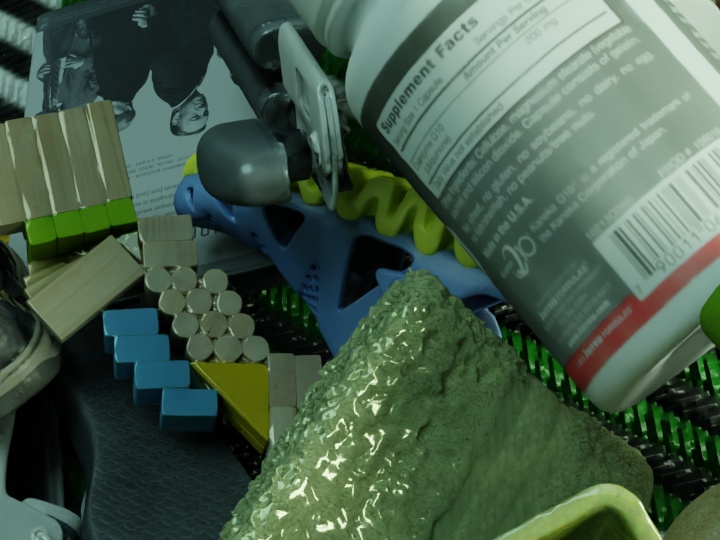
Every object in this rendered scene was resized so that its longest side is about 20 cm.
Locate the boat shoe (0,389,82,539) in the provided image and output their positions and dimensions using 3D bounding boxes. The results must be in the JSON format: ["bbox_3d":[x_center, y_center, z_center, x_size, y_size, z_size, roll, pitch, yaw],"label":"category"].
[{"bbox_3d":[-0.146,0.119,0.789,0.068,0.072,0.201,-26,39,10],"label":"boat shoe"}]

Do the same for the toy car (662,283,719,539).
[{"bbox_3d":[0.141,0.107,0.611,0.200,0.158,0.164,-46,73,17],"label":"toy car"}]

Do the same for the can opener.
[{"bbox_3d":[-0.047,-0.081,0.774,0.066,0.054,0.200,-11,28,-12],"label":"can opener"}]

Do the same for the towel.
[{"bbox_3d":[0.013,0.114,0.668,0.201,0.148,0.036,-57,22,-19],"label":"towel"}]

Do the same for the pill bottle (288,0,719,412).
[{"bbox_3d":[0.067,-0.059,0.675,0.114,0.114,0.200,-38,76,-4],"label":"pill bottle"}]

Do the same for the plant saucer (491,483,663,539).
[{"bbox_3d":[0.042,0.188,0.588,0.199,0.201,0.048,-30,7,9],"label":"plant saucer"}]

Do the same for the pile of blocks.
[{"bbox_3d":[-0.091,0.020,0.795,0.082,0.062,0.200,-36,78,-19],"label":"pile of blocks"}]

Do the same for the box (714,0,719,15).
[{"bbox_3d":[0.226,-0.172,0.813,0.100,0.075,0.201,5,61,29],"label":"box"}]

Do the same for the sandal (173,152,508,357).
[{"bbox_3d":[0.000,0.000,0.785,0.199,0.079,0.088,19,100,34],"label":"sandal"}]

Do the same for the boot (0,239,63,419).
[{"bbox_3d":[-0.210,-0.026,0.819,0.073,0.151,0.200,-37,30,-7],"label":"boot"}]

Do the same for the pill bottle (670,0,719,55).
[{"bbox_3d":[0.059,-0.119,0.822,0.120,0.120,0.200,-43,49,-9],"label":"pill bottle"}]

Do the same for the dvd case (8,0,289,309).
[{"bbox_3d":[-0.099,-0.065,0.923,0.149,0.025,0.201,-13,53,17],"label":"dvd case"}]

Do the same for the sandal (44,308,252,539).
[{"bbox_3d":[-0.088,0.090,0.789,0.076,0.043,0.201,3,33,-21],"label":"sandal"}]
